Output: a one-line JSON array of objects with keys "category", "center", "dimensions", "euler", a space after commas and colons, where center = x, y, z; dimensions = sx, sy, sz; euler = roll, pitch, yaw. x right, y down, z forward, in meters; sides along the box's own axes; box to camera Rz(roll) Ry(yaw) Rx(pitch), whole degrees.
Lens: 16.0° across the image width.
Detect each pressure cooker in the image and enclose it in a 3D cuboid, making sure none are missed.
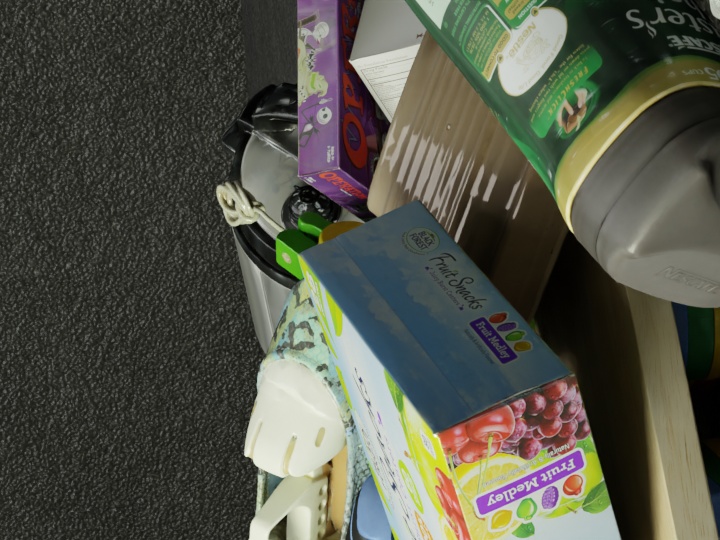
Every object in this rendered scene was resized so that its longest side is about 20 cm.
[{"category": "pressure cooker", "center": [0.008, -0.027, 1.600], "dimensions": [0.200, 0.175, 0.179], "euler": [79, -177, -53]}]

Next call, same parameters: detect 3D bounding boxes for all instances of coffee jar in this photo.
[{"category": "coffee jar", "center": [0.100, -0.075, 1.015], "dimensions": [0.085, 0.104, 0.200], "euler": [-51, 48, 22]}]

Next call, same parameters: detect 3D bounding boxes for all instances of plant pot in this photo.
[{"category": "plant pot", "center": [0.062, -0.061, 1.192], "dimensions": [0.201, 0.092, 0.202], "euler": [21, -90, -87]}]

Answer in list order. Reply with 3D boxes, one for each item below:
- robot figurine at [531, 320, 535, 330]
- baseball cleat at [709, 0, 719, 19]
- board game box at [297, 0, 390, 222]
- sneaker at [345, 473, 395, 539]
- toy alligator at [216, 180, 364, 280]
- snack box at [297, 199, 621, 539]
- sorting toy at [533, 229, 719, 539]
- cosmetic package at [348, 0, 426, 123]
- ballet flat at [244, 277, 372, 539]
[{"category": "robot figurine", "center": [0.055, 0.056, 1.356], "dimensions": [0.116, 0.200, 0.176], "euler": [32, 137, 33]}, {"category": "baseball cleat", "center": [0.152, -0.146, 0.891], "dimensions": [0.200, 0.069, 0.107], "euler": [73, -179, -76]}, {"category": "board game box", "center": [0.003, -0.126, 1.320], "dimensions": [0.120, 0.032, 0.201], "euler": [27, -122, -57]}, {"category": "sneaker", "center": [-0.006, 0.193, 1.224], "dimensions": [0.070, 0.078, 0.201], "euler": [25, -115, -59]}, {"category": "toy alligator", "center": [0.000, 0.000, 1.287], "dimensions": [0.200, 0.054, 0.060], "euler": [43, 143, 43]}, {"category": "snack box", "center": [0.053, 0.095, 1.090], "dimensions": [0.169, 0.067, 0.201], "euler": [-128, 18, -56]}, {"category": "sorting toy", "center": [0.140, 0.077, 1.130], "dimensions": [0.199, 0.069, 0.201], "euler": [103, 159, -70]}, {"category": "cosmetic package", "center": [0.048, -0.157, 1.331], "dimensions": [0.083, 0.050, 0.201], "euler": [57, -145, -40]}, {"category": "ballet flat", "center": [-0.027, 0.099, 1.254], "dimensions": [0.074, 0.074, 0.201], "euler": [-110, 16, -59]}]
